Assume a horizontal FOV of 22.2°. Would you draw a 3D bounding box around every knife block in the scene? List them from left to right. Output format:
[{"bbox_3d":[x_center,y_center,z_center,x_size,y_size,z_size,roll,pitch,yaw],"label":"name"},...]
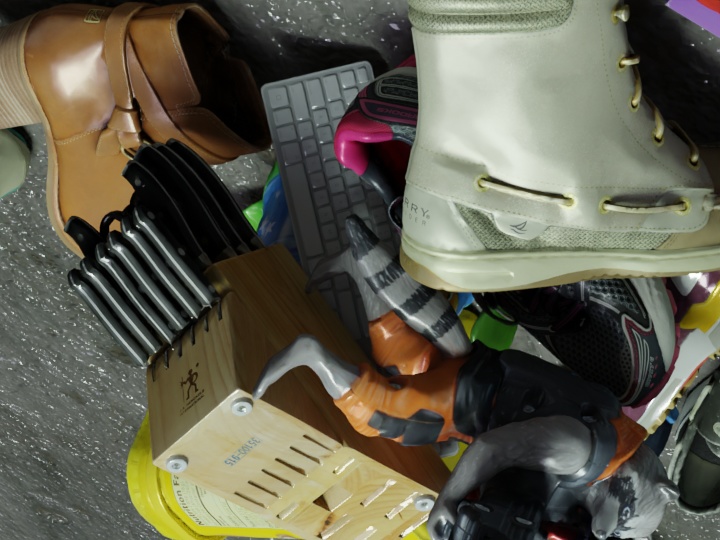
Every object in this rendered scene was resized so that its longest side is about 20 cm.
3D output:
[{"bbox_3d":[-0.050,0.031,0.898,0.200,0.176,0.064,31,123,-32],"label":"knife block"}]

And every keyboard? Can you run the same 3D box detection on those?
[{"bbox_3d":[0.000,0.000,0.908,0.056,0.201,0.011,-13,-176,-3],"label":"keyboard"}]

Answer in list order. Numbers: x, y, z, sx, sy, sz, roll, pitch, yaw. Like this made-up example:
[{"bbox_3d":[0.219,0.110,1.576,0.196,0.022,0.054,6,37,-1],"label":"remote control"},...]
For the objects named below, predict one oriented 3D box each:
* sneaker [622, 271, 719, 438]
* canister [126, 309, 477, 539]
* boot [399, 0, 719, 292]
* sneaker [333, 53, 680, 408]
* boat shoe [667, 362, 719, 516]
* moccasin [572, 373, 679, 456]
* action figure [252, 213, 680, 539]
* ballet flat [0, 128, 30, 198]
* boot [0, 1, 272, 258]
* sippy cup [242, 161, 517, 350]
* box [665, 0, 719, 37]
[{"bbox_3d":[0.141,0.019,0.942,0.090,0.075,0.200,33,144,4],"label":"sneaker"},{"bbox_3d":[-0.025,0.093,1.097,0.200,0.149,0.087,-4,140,38],"label":"canister"},{"bbox_3d":[0.113,-0.078,0.783,0.199,0.072,0.155,-8,115,-13],"label":"boot"},{"bbox_3d":[0.066,-0.010,0.868,0.200,0.075,0.081,47,137,7],"label":"sneaker"},{"bbox_3d":[0.213,0.074,0.967,0.071,0.064,0.200,23,149,5],"label":"boat shoe"},{"bbox_3d":[0.098,0.103,1.095,0.080,0.068,0.200,37,151,-20],"label":"moccasin"},{"bbox_3d":[0.053,0.068,0.811,0.193,0.105,0.200,28,-165,-2],"label":"action figure"},{"bbox_3d":[-0.290,-0.097,1.078,0.200,0.070,0.069,30,150,-7],"label":"ballet flat"},{"bbox_3d":[-0.106,-0.063,0.989,0.154,0.074,0.200,-4,142,35],"label":"boot"},{"bbox_3d":[-0.011,0.020,0.987,0.140,0.131,0.178,35,149,-15],"label":"sippy cup"},{"bbox_3d":[0.236,-0.100,0.703,0.200,0.039,0.137,29,149,-7],"label":"box"}]
